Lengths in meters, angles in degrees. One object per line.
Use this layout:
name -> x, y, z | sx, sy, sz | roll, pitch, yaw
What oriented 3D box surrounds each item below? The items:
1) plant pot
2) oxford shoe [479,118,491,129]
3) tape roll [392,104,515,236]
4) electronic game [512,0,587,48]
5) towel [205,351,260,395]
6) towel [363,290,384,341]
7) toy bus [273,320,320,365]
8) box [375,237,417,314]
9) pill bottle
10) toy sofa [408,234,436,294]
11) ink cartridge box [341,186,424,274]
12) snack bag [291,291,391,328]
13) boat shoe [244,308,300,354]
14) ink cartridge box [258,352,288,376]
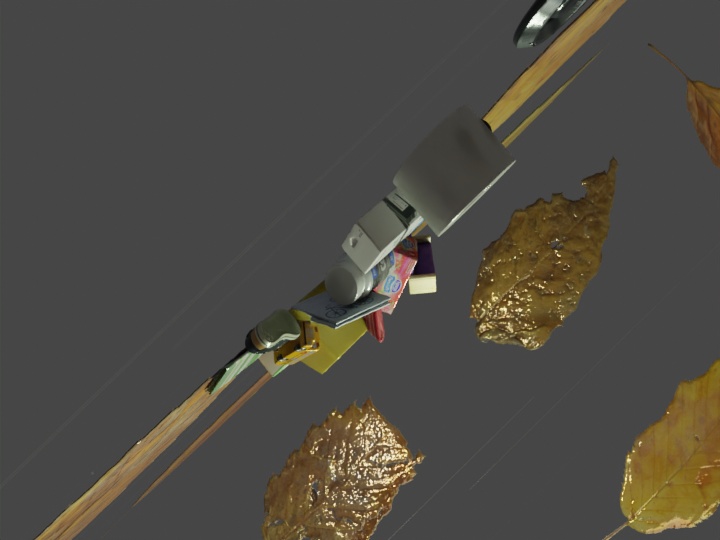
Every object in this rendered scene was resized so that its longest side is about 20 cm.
plant pot -> -0.098, 0.156, 1.552 | 0.199, 0.177, 0.200 | -38, 174, -35
oxford shoe -> 0.223, -0.256, 1.312 | 0.199, 0.073, 0.084 | -42, 178, -19
tape roll -> 0.173, -0.186, 1.069 | 0.202, 0.140, 0.203 | -43, 176, -4
electronic game -> 0.298, -0.401, 0.814 | 0.199, 0.042, 0.200 | -42, 176, -3
towel -> -0.294, 0.224, 1.428 | 0.199, 0.023, 0.153 | -37, 172, -47
towel -> 0.007, 0.087, 1.535 | 0.022, 0.150, 0.199 | -18, -151, -21
toy bus -> -0.159, 0.182, 1.407 | 0.076, 0.068, 0.199 | 5, 157, -31
box -> 0.078, 0.005, 1.569 | 0.096, 0.099, 0.204 | -84, -165, -54
pill bottle -> 0.000, 0.000, 1.394 | 0.114, 0.114, 0.199 | -45, 176, 35
toy sofa -> 0.177, -0.034, 1.683 | 0.203, 0.079, 0.100 | -88, 173, -52
ink cartridge box -> 0.066, -0.103, 1.218 | 0.199, 0.085, 0.145 | -41, 175, -23
snack bag -> -0.052, 0.084, 1.388 | 0.185, 0.022, 0.196 | -22, -157, -38
boat shoe -> -0.189, 0.135, 1.235 | 0.061, 0.076, 0.199 | -35, 176, 18
ink cartridge box -> -0.212, 0.222, 1.732 | 0.146, 0.085, 0.200 | -44, 177, 10
